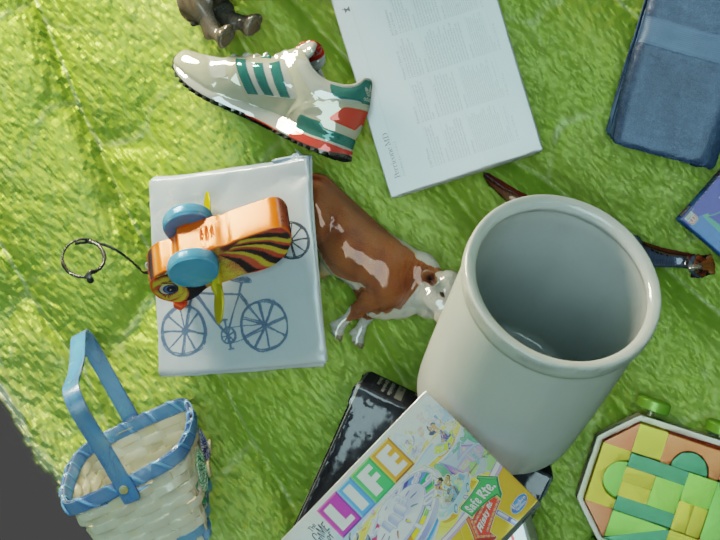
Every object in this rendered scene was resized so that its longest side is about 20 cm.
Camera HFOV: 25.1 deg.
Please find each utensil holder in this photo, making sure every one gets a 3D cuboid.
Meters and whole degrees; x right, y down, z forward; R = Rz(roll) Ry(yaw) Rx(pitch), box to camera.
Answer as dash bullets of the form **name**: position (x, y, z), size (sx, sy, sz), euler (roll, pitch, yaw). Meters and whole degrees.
- **utensil holder**: position (0.144, 0.061, 1.392), size (0.169, 0.200, 0.171), euler (7, 55, -10)

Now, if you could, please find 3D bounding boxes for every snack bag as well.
- **snack bag**: position (-0.120, -0.003, 1.526), size (0.188, 0.021, 0.201), euler (-7, 86, 27)

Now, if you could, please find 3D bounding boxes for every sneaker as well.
- **sneaker**: position (-0.078, -0.179, 1.513), size (0.199, 0.070, 0.094), euler (27, 94, 17)

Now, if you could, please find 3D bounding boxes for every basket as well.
- **basket**: position (-0.217, 0.163, 1.502), size (0.139, 0.176, 0.201), euler (-30, 109, 5)

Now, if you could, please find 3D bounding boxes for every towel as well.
- **towel**: position (0.306, -0.200, 1.504), size (0.111, 0.049, 0.201), euler (17, 93, 4)

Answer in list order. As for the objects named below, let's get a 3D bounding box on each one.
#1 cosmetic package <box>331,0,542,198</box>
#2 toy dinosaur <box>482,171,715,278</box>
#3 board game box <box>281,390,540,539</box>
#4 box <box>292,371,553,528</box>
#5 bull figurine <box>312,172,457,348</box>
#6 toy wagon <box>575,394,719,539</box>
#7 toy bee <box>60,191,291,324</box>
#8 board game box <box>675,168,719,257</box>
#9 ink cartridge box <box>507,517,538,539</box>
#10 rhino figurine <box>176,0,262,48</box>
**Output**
- **cosmetic package**: position (0.071, -0.185, 1.521), size (0.150, 0.052, 0.201), euler (-17, 91, 4)
- **toy dinosaur**: position (0.232, -0.026, 1.502), size (0.180, 0.105, 0.201), euler (-12, 79, -15)
- **board game box**: position (0.034, 0.220, 1.356), size (0.134, 0.034, 0.200), euler (43, 86, 17)
- **box**: position (0.050, 0.228, 1.507), size (0.199, 0.117, 0.198), euler (25, 95, 4)
- **bull figurine**: position (0.000, 0.000, 1.527), size (0.200, 0.065, 0.122), euler (43, 101, 6)
- **toy wagon**: position (0.308, 0.213, 1.526), size (0.199, 0.040, 0.156), euler (18, 94, 4)
- **toy bee**: position (-0.155, -0.013, 1.490), size (0.199, 0.109, 0.132), euler (6, 61, 14)
- **board game box**: position (0.419, -0.039, 1.504), size (0.200, 0.045, 0.152), euler (40, 95, 1)
- **ink cartridge box**: position (0.067, 0.293, 1.410), size (0.199, 0.083, 0.147), euler (-17, 91, 5)
- **rhino figurine**: position (-0.107, -0.310, 1.521), size (0.087, 0.060, 0.201), euler (30, 94, 28)
